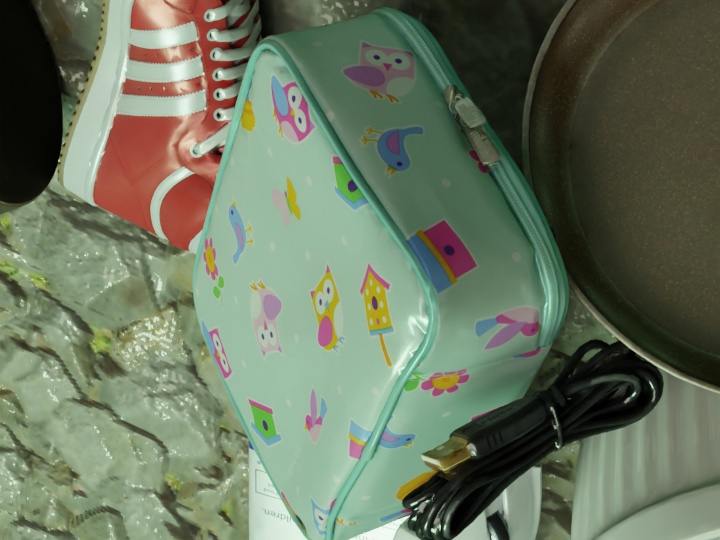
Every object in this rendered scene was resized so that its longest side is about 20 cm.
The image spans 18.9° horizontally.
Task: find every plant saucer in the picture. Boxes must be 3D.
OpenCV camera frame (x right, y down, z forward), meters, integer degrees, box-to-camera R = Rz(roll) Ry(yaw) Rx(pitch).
[{"bbox_3d":[0.160,-0.044,0.822,0.200,0.200,0.032,29,167,7],"label":"plant saucer"}]

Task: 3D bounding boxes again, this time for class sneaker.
[{"bbox_3d":[-0.058,-0.085,0.943,0.112,0.071,0.200,32,134,10],"label":"sneaker"}]

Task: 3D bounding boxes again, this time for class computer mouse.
[{"bbox_3d":[0.048,0.107,0.854,0.044,0.110,0.200,49,150,17],"label":"computer mouse"}]

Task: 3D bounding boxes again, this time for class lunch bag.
[{"bbox_3d":[0.000,0.000,0.850,0.161,0.077,0.200,62,151,27],"label":"lunch bag"}]

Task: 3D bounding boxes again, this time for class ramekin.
[{"bbox_3d":[0.179,0.102,0.880,0.200,0.105,0.200,0,144,0],"label":"ramekin"}]

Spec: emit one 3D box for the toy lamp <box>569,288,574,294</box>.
[{"bbox_3d":[0.112,0.006,0.928,0.200,0.058,0.058,15,123,20],"label":"toy lamp"}]

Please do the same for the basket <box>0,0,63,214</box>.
[{"bbox_3d":[-0.253,-0.067,1.006,0.200,0.136,0.180,-12,139,24],"label":"basket"}]

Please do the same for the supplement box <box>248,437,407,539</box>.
[{"bbox_3d":[0.011,0.143,1.023,0.103,0.101,0.200,12,121,18],"label":"supplement box"}]
